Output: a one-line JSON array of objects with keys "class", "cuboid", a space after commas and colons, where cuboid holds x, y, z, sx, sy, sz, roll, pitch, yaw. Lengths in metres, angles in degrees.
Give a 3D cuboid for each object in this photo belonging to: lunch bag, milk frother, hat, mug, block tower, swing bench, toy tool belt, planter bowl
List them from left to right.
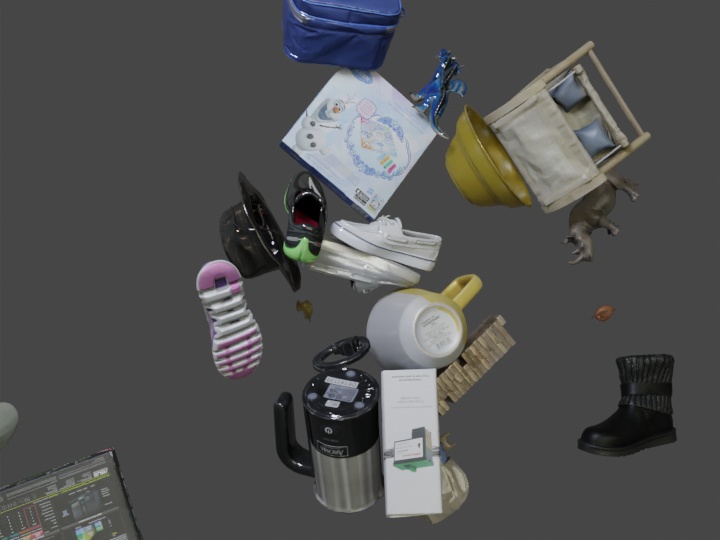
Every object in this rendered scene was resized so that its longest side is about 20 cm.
[{"class": "hat", "cuboid": [-0.167, -0.045, 1.255, 0.080, 0.201, 0.203, -26, 92, 3]}, {"class": "lunch bag", "cuboid": [-0.024, -0.419, 1.312, 0.197, 0.133, 0.137, 0, 56, -15]}, {"class": "milk frother", "cuboid": [-0.022, 0.230, 1.287, 0.199, 0.179, 0.191, -36, 134, -42]}, {"class": "toy tool belt", "cuboid": [0.097, 0.302, 1.330, 0.124, 0.123, 0.202, -27, 80, -1]}, {"class": "mug", "cuboid": [0.103, 0.080, 1.316, 0.147, 0.153, 0.189, 17, 81, -12]}, {"class": "block tower", "cuboid": [0.175, 0.162, 1.379, 0.200, 0.054, 0.058, -44, 97, -14]}, {"class": "planter bowl", "cuboid": [0.199, -0.171, 1.376, 0.083, 0.200, 0.202, -32, 95, 20]}, {"class": "swing bench", "cuboid": [0.353, -0.242, 1.404, 0.199, 0.129, 0.200, -39, 97, -26]}]

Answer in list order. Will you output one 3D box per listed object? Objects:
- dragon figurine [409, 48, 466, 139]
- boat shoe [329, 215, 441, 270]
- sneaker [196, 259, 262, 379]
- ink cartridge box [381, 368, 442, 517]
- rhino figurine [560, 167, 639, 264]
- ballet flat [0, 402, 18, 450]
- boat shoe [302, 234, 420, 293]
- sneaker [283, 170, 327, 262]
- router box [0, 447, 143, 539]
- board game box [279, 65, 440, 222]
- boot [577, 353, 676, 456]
[{"class": "dragon figurine", "cuboid": [0.136, -0.300, 1.363, 0.058, 0.201, 0.100, 32, 117, -20]}, {"class": "boat shoe", "cuboid": [0.043, -0.058, 1.341, 0.198, 0.074, 0.066, 16, 104, -30]}, {"class": "sneaker", "cuboid": [-0.208, 0.069, 1.276, 0.079, 0.088, 0.203, -16, 112, -16]}, {"class": "ink cartridge box", "cuboid": [0.074, 0.250, 1.204, 0.083, 0.146, 0.203, -3, 81, 3]}, {"class": "rhino figurine", "cuboid": [0.420, -0.096, 1.462, 0.087, 0.060, 0.201, 32, 80, 0]}, {"class": "ballet flat", "cuboid": [-0.576, 0.266, 1.165, 0.199, 0.064, 0.068, -38, 95, -15]}, {"class": "boat shoe", "cuboid": [0.000, 0.000, 1.343, 0.197, 0.072, 0.069, 17, 102, -19]}, {"class": "sneaker", "cuboid": [-0.078, -0.096, 1.280, 0.076, 0.084, 0.201, 12, 38, -15]}, {"class": "router box", "cuboid": [-0.433, 0.366, 1.195, 0.197, 0.062, 0.152, -18, 89, -16]}, {"class": "board game box", "cuboid": [0.001, -0.222, 1.370, 0.199, 0.043, 0.200, 39, 77, -8]}, {"class": "boot", "cuboid": [0.463, 0.230, 1.434, 0.208, 0.079, 0.161, -6, 94, -26]}]
